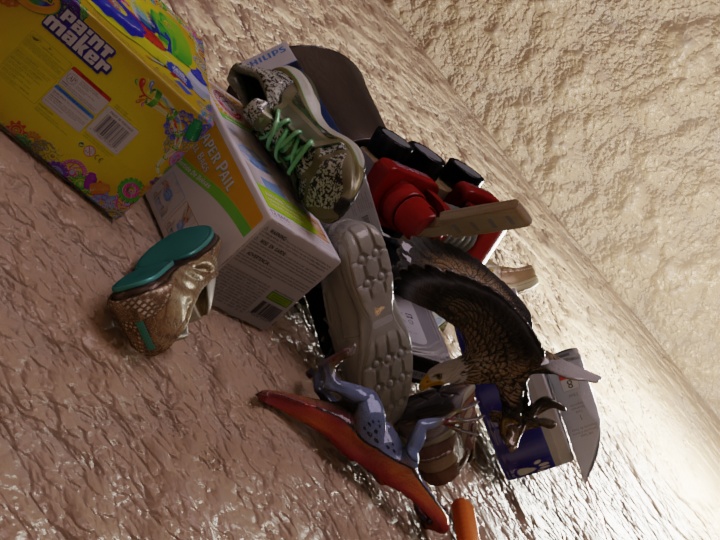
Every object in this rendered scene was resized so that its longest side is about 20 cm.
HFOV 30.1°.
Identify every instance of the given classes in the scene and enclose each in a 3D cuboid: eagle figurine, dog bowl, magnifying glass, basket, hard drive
[{"bbox_3d":[0.111,0.059,1.224,0.150,0.151,0.203,-27,101,-40],"label":"eagle figurine"},{"bbox_3d":[0.170,0.128,1.498,0.200,0.078,0.203,-20,90,-83],"label":"dog bowl"},{"bbox_3d":[0.103,0.273,1.203,0.080,0.022,0.201,44,16,-21],"label":"magnifying glass"},{"bbox_3d":[-0.038,-0.145,1.490,0.178,0.138,0.201,-3,35,-25],"label":"basket"},{"bbox_3d":[0.009,0.032,1.389,0.138,0.038,0.201,17,29,-25],"label":"hard drive"}]

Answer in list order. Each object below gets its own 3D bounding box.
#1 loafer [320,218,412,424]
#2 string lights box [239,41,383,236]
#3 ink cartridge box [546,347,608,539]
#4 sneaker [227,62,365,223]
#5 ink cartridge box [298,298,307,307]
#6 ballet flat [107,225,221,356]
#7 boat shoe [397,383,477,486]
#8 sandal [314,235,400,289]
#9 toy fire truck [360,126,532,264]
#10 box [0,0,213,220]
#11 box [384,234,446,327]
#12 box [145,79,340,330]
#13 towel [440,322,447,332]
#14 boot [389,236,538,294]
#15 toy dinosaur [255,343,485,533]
[{"bbox_3d":[0.002,0.049,1.250,0.069,0.069,0.203,14,-63,54],"label":"loafer"},{"bbox_3d":[-0.050,-0.119,1.317,0.201,0.058,0.103,60,-7,37],"label":"string lights box"},{"bbox_3d":[0.260,0.190,1.510,0.162,0.050,0.203,3,65,-82],"label":"ink cartridge box"},{"bbox_3d":[-0.068,-0.117,1.189,0.088,0.077,0.201,16,29,-43],"label":"sneaker"},{"bbox_3d":[-0.101,-0.068,1.354,0.103,0.059,0.201,31,24,-50],"label":"ink cartridge box"},{"bbox_3d":[-0.148,0.018,1.047,0.200,0.069,0.066,-58,133,-71],"label":"ballet flat"},{"bbox_3d":[0.080,0.161,1.330,0.200,0.075,0.073,-35,109,-72],"label":"boat shoe"},{"bbox_3d":[-0.001,0.000,1.353,0.198,0.043,0.076,-1,30,-41],"label":"sandal"},{"bbox_3d":[0.097,-0.055,1.357,0.175,0.130,0.200,18,22,-42],"label":"toy fire truck"},{"bbox_3d":[-0.239,-0.185,1.129,0.200,0.122,0.193,41,16,-28],"label":"box"},{"bbox_3d":[0.018,-0.019,1.614,0.199,0.041,0.157,27,28,-53],"label":"box"},{"bbox_3d":[-0.120,-0.065,1.215,0.112,0.101,0.201,31,24,-50],"label":"box"},{"bbox_3d":[0.082,-0.041,1.700,0.022,0.144,0.201,-14,58,-26],"label":"towel"},{"bbox_3d":[0.114,-0.037,1.561,0.197,0.073,0.158,-6,81,-29],"label":"boot"},{"bbox_3d":[0.008,0.161,1.168,0.198,0.105,0.183,-23,84,-36],"label":"toy dinosaur"}]
